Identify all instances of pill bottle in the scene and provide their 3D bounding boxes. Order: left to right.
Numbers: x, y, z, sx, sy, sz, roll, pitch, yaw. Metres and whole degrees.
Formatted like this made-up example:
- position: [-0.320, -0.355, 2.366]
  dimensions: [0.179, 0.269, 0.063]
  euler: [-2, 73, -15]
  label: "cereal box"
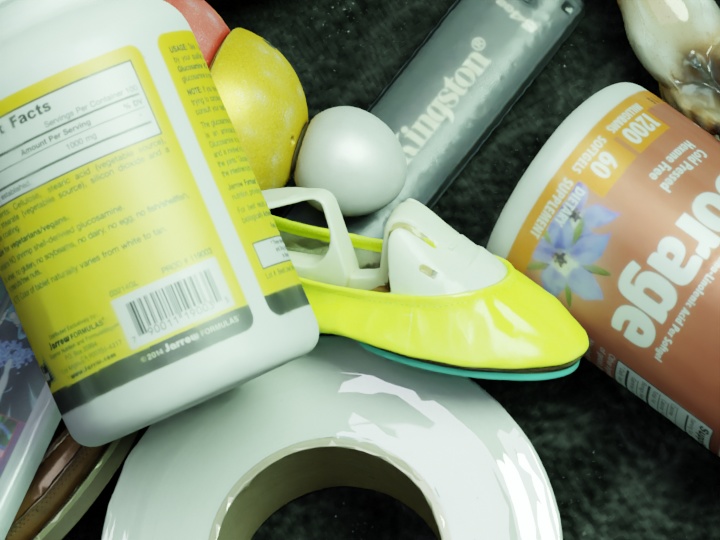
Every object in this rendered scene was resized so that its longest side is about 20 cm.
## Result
- position: [-0.104, -0.039, 1.157]
  dimensions: [0.112, 0.112, 0.201]
  euler: [-23, 88, -4]
  label: "pill bottle"
- position: [0.162, 0.016, 1.229]
  dimensions: [0.200, 0.112, 0.112]
  euler: [36, 77, 16]
  label: "pill bottle"

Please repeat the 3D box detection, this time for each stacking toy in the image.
- position: [-0.075, -0.069, 1.275]
  dimensions: [0.199, 0.146, 0.147]
  euler: [18, 72, 3]
  label: "stacking toy"

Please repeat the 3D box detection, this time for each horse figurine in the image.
- position: [0.148, -0.112, 1.284]
  dimensions: [0.050, 0.133, 0.201]
  euler: [-33, 82, 0]
  label: "horse figurine"

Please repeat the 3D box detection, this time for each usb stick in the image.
- position: [0.030, -0.067, 1.314]
  dimensions: [0.055, 0.033, 0.200]
  euler: [35, 76, 17]
  label: "usb stick"

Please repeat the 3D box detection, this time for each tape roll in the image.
- position: [-0.011, 0.132, 1.226]
  dimensions: [0.201, 0.071, 0.204]
  euler: [-2, 70, 5]
  label: "tape roll"

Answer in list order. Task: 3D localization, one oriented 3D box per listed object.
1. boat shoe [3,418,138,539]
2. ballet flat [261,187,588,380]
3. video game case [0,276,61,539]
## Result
- position: [-0.183, 0.112, 1.225]
  dimensions: [0.200, 0.072, 0.068]
  euler: [-44, 104, -4]
  label: "boat shoe"
- position: [0.000, 0.000, 1.208]
  dimensions: [0.199, 0.067, 0.067]
  euler: [9, 115, 18]
  label: "ballet flat"
- position: [-0.226, 0.067, 1.205]
  dimensions: [0.181, 0.023, 0.201]
  euler: [20, 71, 12]
  label: "video game case"
